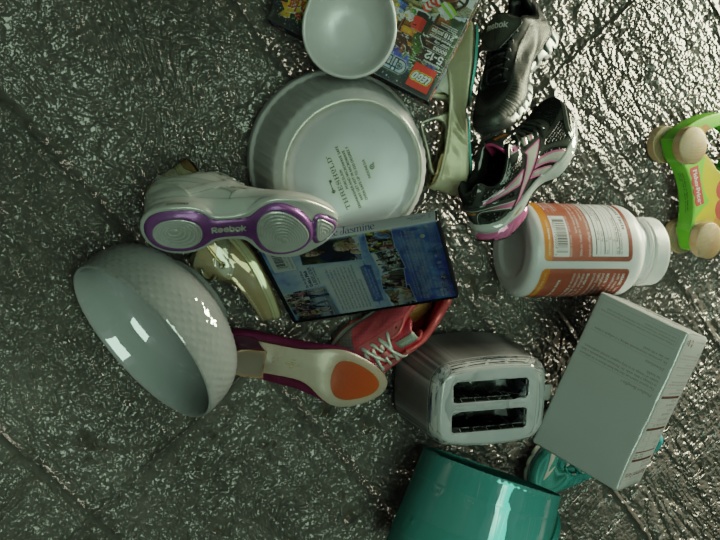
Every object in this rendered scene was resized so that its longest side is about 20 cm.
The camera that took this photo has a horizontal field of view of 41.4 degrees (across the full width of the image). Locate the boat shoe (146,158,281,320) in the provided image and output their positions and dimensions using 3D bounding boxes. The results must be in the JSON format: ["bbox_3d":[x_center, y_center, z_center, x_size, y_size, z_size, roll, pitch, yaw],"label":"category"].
[{"bbox_3d":[-0.157,-0.022,1.040,0.065,0.072,0.201,-34,103,-6],"label":"boat shoe"}]

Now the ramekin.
[{"bbox_3d":[-0.019,-0.116,1.044,0.199,0.094,0.205,-5,108,-15],"label":"ramekin"}]

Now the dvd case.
[{"bbox_3d":[0.000,0.000,1.042,0.197,0.018,0.143,-9,143,10],"label":"dvd case"}]

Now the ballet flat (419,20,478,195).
[{"bbox_3d":[0.101,-0.187,1.105,0.069,0.069,0.203,-3,101,-19],"label":"ballet flat"}]

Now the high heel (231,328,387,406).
[{"bbox_3d":[-0.069,0.102,1.081,0.198,0.096,0.068,17,94,-24],"label":"high heel"}]

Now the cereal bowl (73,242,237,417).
[{"bbox_3d":[-0.199,0.050,0.980,0.083,0.199,0.201,-45,112,-31],"label":"cereal bowl"}]

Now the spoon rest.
[{"bbox_3d":[-0.006,-0.298,0.973,0.098,0.061,0.203,6,91,5],"label":"spoon rest"}]

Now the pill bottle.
[{"bbox_3d":[0.272,-0.024,1.167,0.197,0.112,0.114,1,100,-20],"label":"pill bottle"}]

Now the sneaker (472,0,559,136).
[{"bbox_3d":[0.162,-0.238,1.073,0.091,0.066,0.201,56,49,-34],"label":"sneaker"}]

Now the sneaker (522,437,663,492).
[{"bbox_3d":[0.302,0.240,1.244,0.198,0.080,0.078,-23,107,-13],"label":"sneaker"}]

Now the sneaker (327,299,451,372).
[{"bbox_3d":[0.030,0.077,1.113,0.074,0.087,0.200,44,85,-21],"label":"sneaker"}]

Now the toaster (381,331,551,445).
[{"bbox_3d":[0.126,0.140,1.136,0.197,0.129,0.115,0,99,-19],"label":"toaster"}]

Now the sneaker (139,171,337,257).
[{"bbox_3d":[-0.120,-0.068,0.961,0.197,0.100,0.076,3,130,-14],"label":"sneaker"}]

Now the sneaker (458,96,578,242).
[{"bbox_3d":[0.183,-0.132,1.105,0.201,0.080,0.087,-57,132,-22],"label":"sneaker"}]

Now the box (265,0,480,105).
[{"bbox_3d":[0.017,-0.285,1.021,0.198,0.038,0.138,27,94,4],"label":"box"}]

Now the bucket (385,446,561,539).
[{"bbox_3d":[0.138,0.303,1.136,0.205,0.207,0.136,22,84,-21],"label":"bucket"}]

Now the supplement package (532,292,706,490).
[{"bbox_3d":[0.313,0.144,1.148,0.117,0.116,0.202,11,104,-59],"label":"supplement package"}]

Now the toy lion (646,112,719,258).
[{"bbox_3d":[0.483,-0.113,1.257,0.190,0.068,0.203,-22,106,-22],"label":"toy lion"}]
